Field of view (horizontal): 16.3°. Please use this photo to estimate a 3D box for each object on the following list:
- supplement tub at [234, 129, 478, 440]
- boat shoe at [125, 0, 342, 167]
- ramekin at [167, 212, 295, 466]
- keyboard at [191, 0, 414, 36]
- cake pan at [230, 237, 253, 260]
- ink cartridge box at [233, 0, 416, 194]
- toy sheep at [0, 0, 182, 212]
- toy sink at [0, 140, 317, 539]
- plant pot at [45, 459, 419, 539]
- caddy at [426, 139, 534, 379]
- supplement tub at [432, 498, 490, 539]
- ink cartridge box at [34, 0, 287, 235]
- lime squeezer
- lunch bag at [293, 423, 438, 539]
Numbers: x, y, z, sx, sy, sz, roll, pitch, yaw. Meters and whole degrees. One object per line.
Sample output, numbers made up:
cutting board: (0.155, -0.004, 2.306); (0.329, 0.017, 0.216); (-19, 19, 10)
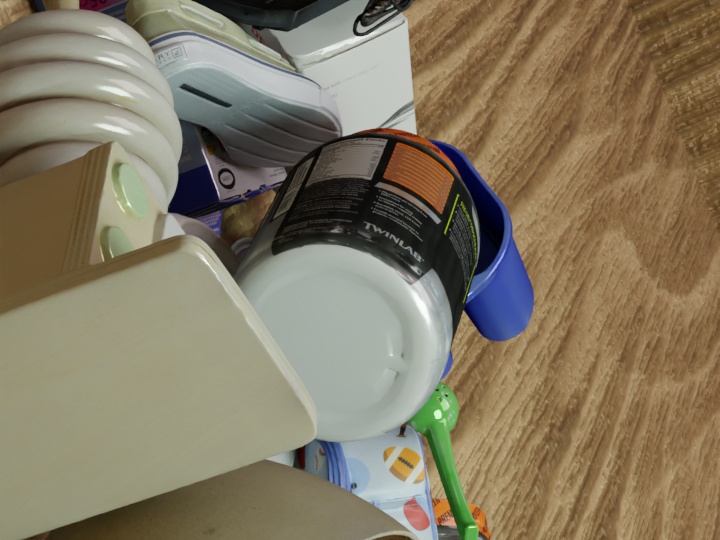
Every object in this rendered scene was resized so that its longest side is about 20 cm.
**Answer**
supplement tub: (0.000, 0.000, 1.401); (0.123, 0.122, 0.200); (65, 19, -17)
boat shoe: (-0.071, -0.114, 1.489); (0.200, 0.072, 0.062); (29, 40, -62)
ramekin: (-0.111, 0.060, 1.389); (0.202, 0.094, 0.203); (55, 24, -39)
keyboard: (-0.010, -0.172, 1.542); (0.200, 0.104, 0.040); (-35, 132, -49)
cake pan: (-0.030, 0.068, 1.633); (0.200, 0.037, 0.200); (55, 24, -39)
ink cartridge box: (-0.029, -0.126, 1.664); (0.146, 0.084, 0.200); (55, -18, 35)
toy sheep: (-0.158, -0.069, 1.314); (0.138, 0.138, 0.200); (45, 31, -54)
toy sink: (-0.130, 0.029, 1.194); (0.130, 0.200, 0.112); (57, 23, -34)
plant pot: (-0.085, 0.168, 1.257); (0.134, 0.200, 0.200); (39, 6, 23)
caddy: (0.035, -0.014, 1.783); (0.200, 0.141, 0.105); (55, -6, 51)
supplement tub: (0.045, 0.254, 1.587); (0.123, 0.122, 0.200); (41, 37, -57)
ink cartridge box: (-0.117, -0.100, 1.565); (0.200, 0.076, 0.136); (69, 19, -1)
lime squeezer: (0.032, 0.090, 1.489); (0.200, 0.038, 0.071); (-145, -138, -61)
lunch bag: (-0.010, 0.176, 1.467); (0.160, 0.075, 0.200); (-155, -117, -67)
